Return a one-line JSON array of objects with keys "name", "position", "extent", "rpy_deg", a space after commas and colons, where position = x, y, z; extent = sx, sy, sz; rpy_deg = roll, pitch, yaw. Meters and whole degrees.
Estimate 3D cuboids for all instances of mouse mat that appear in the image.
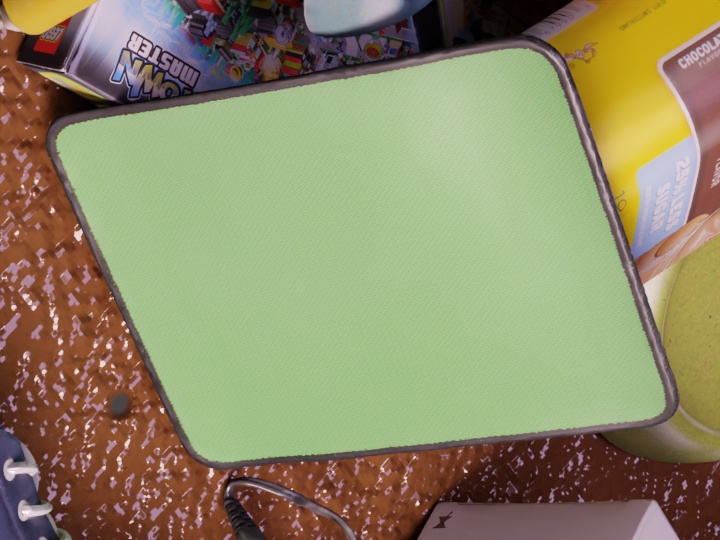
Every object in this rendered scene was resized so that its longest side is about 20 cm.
[{"name": "mouse mat", "position": [0.000, 0.000, 0.916], "extent": [0.162, 0.199, 0.008], "rpy_deg": [68, 29, -29]}]

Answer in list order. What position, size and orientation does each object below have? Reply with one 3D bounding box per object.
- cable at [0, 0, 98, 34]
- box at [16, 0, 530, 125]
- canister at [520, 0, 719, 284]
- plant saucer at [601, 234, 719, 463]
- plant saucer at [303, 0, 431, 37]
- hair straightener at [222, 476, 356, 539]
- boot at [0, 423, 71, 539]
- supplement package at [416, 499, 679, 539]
[{"name": "cable", "position": [-0.058, -0.131, 0.835], "extent": [0.050, 0.199, 0.098], "rpy_deg": [-6, 92, -58]}, {"name": "box", "position": [-0.022, -0.080, 0.971], "extent": [0.199, 0.035, 0.111], "rpy_deg": [29, 82, -37]}, {"name": "canister", "position": [0.132, -0.072, 0.965], "extent": [0.199, 0.087, 0.149], "rpy_deg": [-33, 161, -15]}, {"name": "plant saucer", "position": [0.175, 0.000, 1.104], "extent": [0.199, 0.031, 0.201], "rpy_deg": [-19, 127, -27]}, {"name": "plant saucer", "position": [0.042, -0.163, 0.882], "extent": [0.027, 0.200, 0.201], "rpy_deg": [29, 78, 7]}, {"name": "hair straightener", "position": [-0.020, 0.172, 1.033], "extent": [0.077, 0.041, 0.202], "rpy_deg": [-29, 112, -51]}, {"name": "boot", "position": [-0.122, 0.099, 0.907], "extent": [0.199, 0.073, 0.091], "rpy_deg": [20, 93, -37]}, {"name": "supplement package", "position": [0.095, 0.199, 1.054], "extent": [0.201, 0.113, 0.110], "rpy_deg": [57, 47, -30]}]
